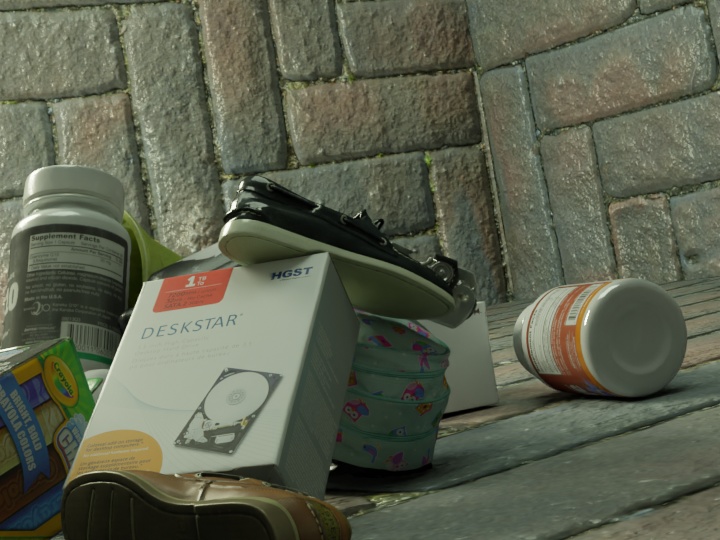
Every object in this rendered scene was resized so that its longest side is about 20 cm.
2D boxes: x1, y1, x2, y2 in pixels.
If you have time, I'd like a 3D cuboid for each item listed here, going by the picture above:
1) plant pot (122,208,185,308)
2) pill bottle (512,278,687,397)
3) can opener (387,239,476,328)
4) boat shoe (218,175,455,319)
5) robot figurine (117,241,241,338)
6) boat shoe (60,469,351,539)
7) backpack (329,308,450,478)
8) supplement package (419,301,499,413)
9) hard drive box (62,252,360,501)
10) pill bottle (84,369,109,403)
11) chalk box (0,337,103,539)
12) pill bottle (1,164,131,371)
[{"bbox_3d":[-0.231,0.048,1.397,0.199,0.202,0.184,-10,-20,34],"label":"plant pot"},{"bbox_3d":[0.230,0.068,1.339,0.111,0.113,0.200,-10,0,-17],"label":"pill bottle"},{"bbox_3d":[0.000,0.000,1.098,0.198,0.054,0.067,19,-23,5],"label":"can opener"},{"bbox_3d":[-0.012,-0.019,1.010,0.198,0.067,0.074,17,-30,-21],"label":"boat shoe"},{"bbox_3d":[-0.116,0.034,1.204,0.199,0.126,0.150,-26,22,-14],"label":"robot figurine"},{"bbox_3d":[-0.092,0.152,0.771,0.199,0.073,0.068,3,4,41],"label":"boat shoe"},{"bbox_3d":[-0.015,0.084,1.081,0.166,0.128,0.200,-3,22,-29],"label":"backpack"},{"bbox_3d":[0.052,0.099,1.469,0.109,0.115,0.200,-8,-1,-23],"label":"supplement package"},{"bbox_3d":[-0.096,0.091,0.926,0.154,0.077,0.201,-10,38,18],"label":"hard drive box"},{"bbox_3d":[-0.248,0.145,1.130,0.198,0.113,0.112,-10,0,24],"label":"pill bottle"},{"bbox_3d":[-0.267,0.131,0.977,0.124,0.125,0.200,-11,12,33],"label":"chalk box"},{"bbox_3d":[-0.271,0.013,1.246,0.112,0.202,0.113,-1,-22,0],"label":"pill bottle"}]
